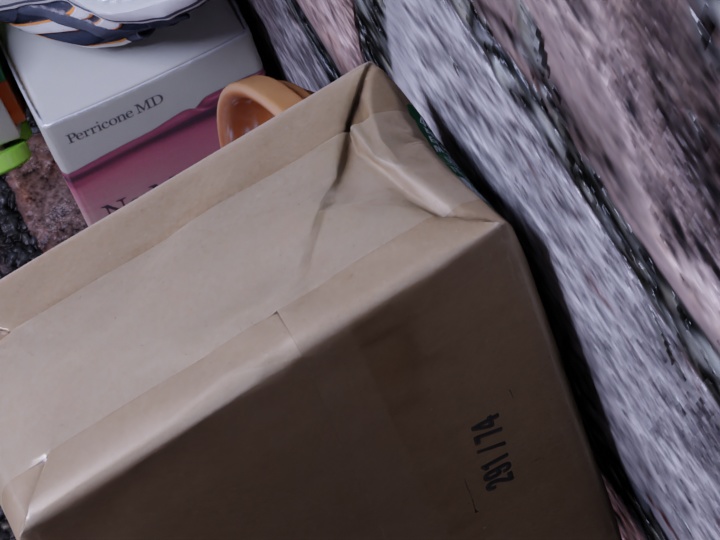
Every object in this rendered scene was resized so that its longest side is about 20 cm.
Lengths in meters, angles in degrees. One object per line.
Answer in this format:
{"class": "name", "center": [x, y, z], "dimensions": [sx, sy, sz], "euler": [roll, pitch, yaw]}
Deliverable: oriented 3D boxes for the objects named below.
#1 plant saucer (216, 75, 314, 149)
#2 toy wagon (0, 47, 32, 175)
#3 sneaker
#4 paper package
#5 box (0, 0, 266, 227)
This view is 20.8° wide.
{"class": "plant saucer", "center": [0.000, 0.000, 0.876], "dimensions": [0.200, 0.037, 0.200], "euler": [54, 164, 23]}
{"class": "toy wagon", "center": [-0.224, -0.130, 1.091], "dimensions": [0.200, 0.039, 0.156], "euler": [-123, 11, -72]}
{"class": "sneaker", "center": [-0.122, -0.156, 0.985], "dimensions": [0.200, 0.079, 0.079], "euler": [8, 175, 41]}
{"class": "paper package", "center": [-0.021, 0.063, 0.685], "dimensions": [0.104, 0.190, 0.200], "euler": [52, 172, 44]}
{"class": "box", "center": [-0.113, -0.077, 1.138], "dimensions": [0.109, 0.128, 0.200], "euler": [61, 174, 39]}
